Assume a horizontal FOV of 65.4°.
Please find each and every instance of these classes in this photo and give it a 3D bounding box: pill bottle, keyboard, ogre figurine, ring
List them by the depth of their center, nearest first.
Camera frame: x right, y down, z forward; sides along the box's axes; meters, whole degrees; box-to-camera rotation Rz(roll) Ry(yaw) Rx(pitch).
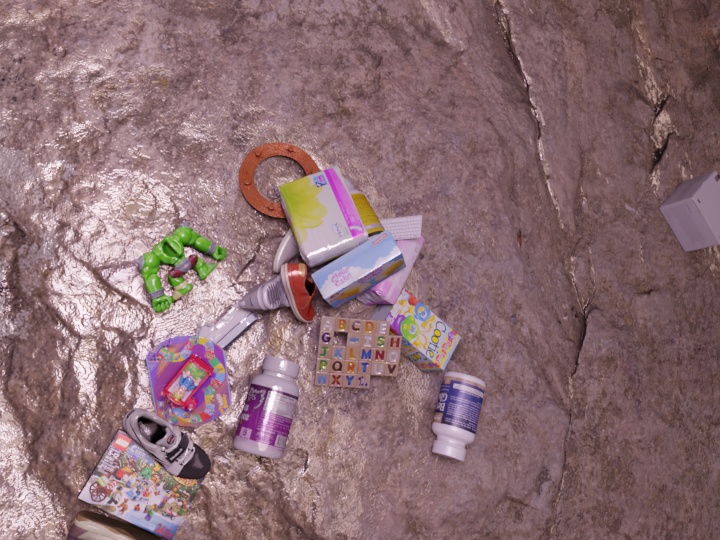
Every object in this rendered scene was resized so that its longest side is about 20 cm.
[{"bbox_3d":[-0.385,-0.018,1.190,0.199,0.098,0.121,-39,110,-16],"label":"ogre figurine"},{"bbox_3d":[-0.196,0.293,1.211,0.111,0.112,0.202,21,71,-21],"label":"pill bottle"},{"bbox_3d":[-0.190,-0.221,1.339,0.198,0.019,0.203,5,70,-12],"label":"ring"},{"bbox_3d":[-0.017,-0.120,1.359,0.111,0.113,0.201,-17,66,-28],"label":"pill bottle"},{"bbox_3d":[0.061,-0.099,1.383,0.011,0.198,0.057,18,72,-56],"label":"keyboard"},{"bbox_3d":[0.242,0.368,1.414,0.110,0.111,0.202,24,70,-20],"label":"pill bottle"}]

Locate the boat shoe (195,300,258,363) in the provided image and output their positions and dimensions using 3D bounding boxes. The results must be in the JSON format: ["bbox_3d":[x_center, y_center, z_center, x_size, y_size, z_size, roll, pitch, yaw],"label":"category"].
[{"bbox_3d":[-0.319,0.136,1.193,0.202,0.075,0.086,-41,84,-5],"label":"boat shoe"}]

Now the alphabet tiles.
[{"bbox_3d":[-0.003,0.196,1.322,0.197,0.008,0.170,5,100,-9],"label":"alphabet tiles"}]

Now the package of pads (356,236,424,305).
[{"bbox_3d":[0.070,-0.009,1.395,0.076,0.120,0.202,40,65,-27],"label":"package of pads"}]

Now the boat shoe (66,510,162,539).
[{"bbox_3d":[-0.456,0.523,1.066,0.200,0.072,0.067,33,78,-17],"label":"boat shoe"}]

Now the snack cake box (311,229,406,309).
[{"bbox_3d":[0.000,0.000,1.267,0.199,0.115,0.068,-31,73,1],"label":"snack cake box"}]

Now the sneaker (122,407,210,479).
[{"bbox_3d":[-0.372,0.342,1.089,0.199,0.088,0.075,40,60,-15],"label":"sneaker"}]

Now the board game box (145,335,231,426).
[{"bbox_3d":[-0.348,0.233,1.135,0.156,0.039,0.203,-6,106,-8],"label":"board game box"}]

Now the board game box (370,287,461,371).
[{"bbox_3d":[0.134,0.152,1.407,0.199,0.103,0.105,40,66,-14],"label":"board game box"}]

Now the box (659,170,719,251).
[{"bbox_3d":[1.210,-0.209,1.996,0.198,0.130,0.201,-38,97,-27],"label":"box"}]

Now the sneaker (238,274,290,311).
[{"bbox_3d":[-0.204,0.050,1.232,0.081,0.200,0.076,-10,88,11],"label":"sneaker"}]

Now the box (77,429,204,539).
[{"bbox_3d":[-0.428,0.424,1.112,0.199,0.038,0.138,34,67,-17],"label":"box"}]

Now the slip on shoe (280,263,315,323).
[{"bbox_3d":[-0.128,0.053,1.259,0.060,0.201,0.075,-10,51,2],"label":"slip on shoe"}]

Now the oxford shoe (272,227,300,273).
[{"bbox_3d":[-0.143,-0.074,1.329,0.057,0.075,0.201,30,63,4],"label":"oxford shoe"}]

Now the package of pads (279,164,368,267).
[{"bbox_3d":[-0.087,-0.121,1.262,0.153,0.068,0.202,-21,71,-9],"label":"package of pads"}]
